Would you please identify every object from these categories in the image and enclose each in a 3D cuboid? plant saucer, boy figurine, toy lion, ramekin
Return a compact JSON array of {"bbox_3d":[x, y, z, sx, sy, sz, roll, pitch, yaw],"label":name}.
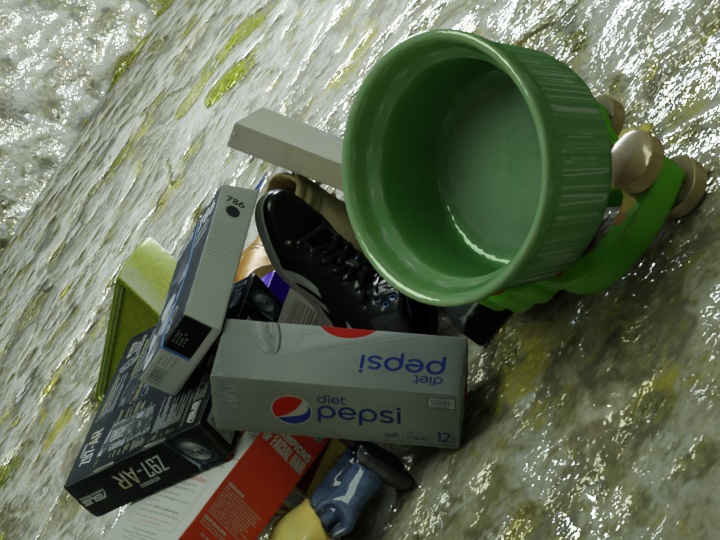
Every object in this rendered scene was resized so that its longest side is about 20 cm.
[{"bbox_3d":[-0.200,0.096,1.682,0.200,0.048,0.200,37,122,46],"label":"plant saucer"},{"bbox_3d":[-0.040,0.228,1.380,0.200,0.064,0.124,-56,20,1],"label":"boy figurine"},{"bbox_3d":[0.152,-0.045,1.334,0.192,0.069,0.200,-58,33,12],"label":"toy lion"},{"bbox_3d":[0.089,-0.076,1.262,0.200,0.098,0.200,5,97,44],"label":"ramekin"}]

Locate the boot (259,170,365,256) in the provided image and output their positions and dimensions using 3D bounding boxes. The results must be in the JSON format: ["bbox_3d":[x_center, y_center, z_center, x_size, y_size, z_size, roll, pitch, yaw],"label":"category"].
[{"bbox_3d":[-0.021,-0.054,1.644,0.073,0.155,0.200,-43,23,31],"label":"boot"}]

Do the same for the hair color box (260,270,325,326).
[{"bbox_3d":[-0.103,0.079,1.691,0.200,0.109,0.065,-29,33,50],"label":"hair color box"}]

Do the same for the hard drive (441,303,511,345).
[{"bbox_3d":[0.111,-0.028,1.486,0.140,0.033,0.200,-52,20,7],"label":"hard drive"}]

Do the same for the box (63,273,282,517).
[{"bbox_3d":[-0.160,0.106,1.483,0.160,0.044,0.200,-27,27,29],"label":"box"}]

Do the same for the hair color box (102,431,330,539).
[{"bbox_3d":[-0.117,0.179,1.428,0.200,0.064,0.111,-53,27,-21],"label":"hair color box"}]

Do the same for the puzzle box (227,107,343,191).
[{"bbox_3d":[-0.018,-0.101,1.612,0.133,0.200,0.025,-53,-16,-76],"label":"puzzle box"}]

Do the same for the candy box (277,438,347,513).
[{"bbox_3d":[-0.065,0.160,1.557,0.200,0.056,0.117,-19,42,61],"label":"candy box"}]

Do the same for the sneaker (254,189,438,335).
[{"bbox_3d":[0.000,0.000,1.480,0.112,0.200,0.073,-27,10,47],"label":"sneaker"}]

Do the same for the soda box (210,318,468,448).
[{"bbox_3d":[-0.015,0.089,1.360,0.068,0.200,0.064,-78,-11,-47],"label":"soda box"}]

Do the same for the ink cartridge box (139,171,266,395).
[{"bbox_3d":[-0.133,0.002,1.457,0.099,0.039,0.200,-54,16,41],"label":"ink cartridge box"}]

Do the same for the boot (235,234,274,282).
[{"bbox_3d":[-0.114,0.025,1.877,0.144,0.071,0.201,-39,22,51],"label":"boot"}]
